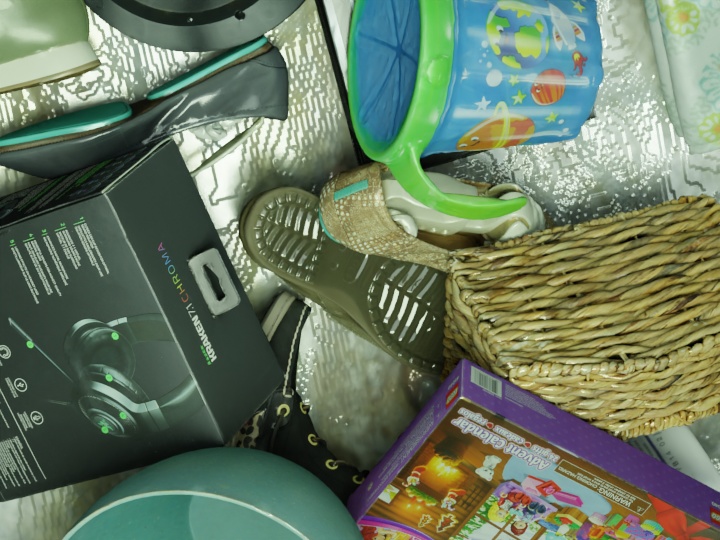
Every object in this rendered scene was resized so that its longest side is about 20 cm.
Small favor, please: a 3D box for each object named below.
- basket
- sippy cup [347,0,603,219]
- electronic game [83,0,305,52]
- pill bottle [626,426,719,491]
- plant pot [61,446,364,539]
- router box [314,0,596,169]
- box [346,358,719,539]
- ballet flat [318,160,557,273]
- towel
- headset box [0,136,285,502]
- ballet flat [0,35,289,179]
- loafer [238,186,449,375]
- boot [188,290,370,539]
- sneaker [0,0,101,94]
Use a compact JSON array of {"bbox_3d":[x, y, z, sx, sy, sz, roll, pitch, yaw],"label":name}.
[{"bbox_3d":[0.162,0.064,1.364,0.198,0.143,0.150,-13,133,-15],"label":"basket"},{"bbox_3d":[0.073,-0.130,1.302,0.129,0.140,0.179,2,110,-20],"label":"sippy cup"},{"bbox_3d":[-0.106,-0.236,1.329,0.198,0.042,0.202,3,103,12],"label":"electronic game"},{"bbox_3d":[0.150,0.186,1.433,0.199,0.120,0.120,-32,104,0],"label":"pill bottle"},{"bbox_3d":[-0.073,0.183,1.260,0.198,0.135,0.202,6,116,11],"label":"plant pot"},{"bbox_3d":[0.052,-0.174,1.378,0.156,0.052,0.202,-16,103,-5],"label":"router box"},{"bbox_3d":[0.108,0.152,1.306,0.199,0.039,0.137,27,124,-15],"label":"box"},{"bbox_3d":[0.068,-0.031,1.367,0.199,0.065,0.071,5,66,-36],"label":"ballet flat"},{"bbox_3d":[0.268,-0.188,1.384,0.170,0.048,0.201,-20,117,-7],"label":"towel"},{"bbox_3d":[-0.166,0.031,1.324,0.199,0.093,0.175,-17,106,31],"label":"headset box"},{"bbox_3d":[-0.135,-0.085,1.365,0.199,0.073,0.074,-22,104,-5],"label":"ballet flat"},{"bbox_3d":[0.000,0.000,1.404,0.200,0.067,0.076,36,88,-28],"label":"loafer"},{"bbox_3d":[-0.022,0.126,1.386,0.149,0.073,0.201,16,70,1],"label":"boot"},{"bbox_3d":[-0.268,-0.148,1.340,0.199,0.067,0.091,-13,95,-4],"label":"sneaker"}]
